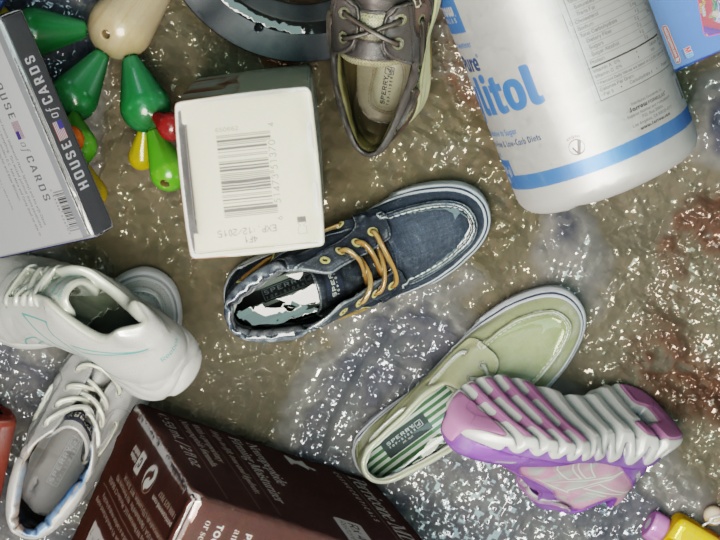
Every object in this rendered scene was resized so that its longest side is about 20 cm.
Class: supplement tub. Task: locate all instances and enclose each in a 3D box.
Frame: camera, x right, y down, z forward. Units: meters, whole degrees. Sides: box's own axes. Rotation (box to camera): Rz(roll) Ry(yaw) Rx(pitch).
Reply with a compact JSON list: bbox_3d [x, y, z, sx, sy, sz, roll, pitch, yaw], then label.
[{"bbox_3d":[0.133,-0.151,1.276,0.132,0.132,0.200,-23,99,3],"label":"supplement tub"}]

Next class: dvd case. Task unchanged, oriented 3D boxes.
[{"bbox_3d":[-0.255,-0.080,1.263,0.025,0.200,0.151,-32,105,-41],"label":"dvd case"}]

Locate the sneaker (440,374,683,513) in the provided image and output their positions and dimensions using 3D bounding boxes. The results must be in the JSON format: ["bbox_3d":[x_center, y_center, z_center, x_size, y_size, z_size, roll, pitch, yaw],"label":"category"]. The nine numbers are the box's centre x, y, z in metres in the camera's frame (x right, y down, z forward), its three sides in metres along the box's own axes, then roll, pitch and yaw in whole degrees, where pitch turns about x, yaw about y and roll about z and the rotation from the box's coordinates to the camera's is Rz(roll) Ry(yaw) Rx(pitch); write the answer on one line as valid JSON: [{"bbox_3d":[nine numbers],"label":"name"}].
[{"bbox_3d":[0.132,0.129,1.326,0.200,0.081,0.089,8,122,-39],"label":"sneaker"}]

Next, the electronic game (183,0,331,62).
[{"bbox_3d":[-0.040,-0.242,1.299,0.199,0.042,0.201,-1,96,-8],"label":"electronic game"}]

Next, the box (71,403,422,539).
[{"bbox_3d":[-0.080,0.216,1.293,0.200,0.166,0.165,21,99,-26],"label":"box"}]

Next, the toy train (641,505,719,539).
[{"bbox_3d":[0.277,0.239,1.388,0.150,0.056,0.201,4,100,-2],"label":"toy train"}]

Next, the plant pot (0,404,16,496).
[{"bbox_3d":[-0.331,0.171,1.300,0.200,0.201,0.196,18,92,-5],"label":"plant pot"}]

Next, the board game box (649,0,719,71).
[{"bbox_3d":[0.232,-0.253,1.303,0.134,0.045,0.200,-23,100,3],"label":"board game box"}]

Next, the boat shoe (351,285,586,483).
[{"bbox_3d":[0.080,0.088,1.352,0.200,0.062,0.072,-41,99,5],"label":"boat shoe"}]

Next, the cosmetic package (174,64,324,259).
[{"bbox_3d":[-0.069,-0.075,1.250,0.087,0.200,0.104,-6,99,0],"label":"cosmetic package"}]

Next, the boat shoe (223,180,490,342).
[{"bbox_3d":[0.000,0.000,1.320,0.200,0.091,0.071,-23,100,2],"label":"boat shoe"}]

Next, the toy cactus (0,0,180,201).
[{"bbox_3d":[-0.187,-0.140,1.289,0.200,0.102,0.165,31,80,17],"label":"toy cactus"}]

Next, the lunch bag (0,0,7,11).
[{"bbox_3d":[-0.279,-0.276,1.245,0.160,0.082,0.200,23,101,24],"label":"lunch bag"}]

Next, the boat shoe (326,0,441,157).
[{"bbox_3d":[0.015,-0.156,1.244,0.073,0.065,0.200,7,140,13],"label":"boat shoe"}]

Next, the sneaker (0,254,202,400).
[{"bbox_3d":[-0.199,0.020,1.291,0.200,0.080,0.071,18,66,29],"label":"sneaker"}]

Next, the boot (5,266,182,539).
[{"bbox_3d":[-0.184,0.096,1.330,0.073,0.096,0.200,25,99,-6],"label":"boot"}]
